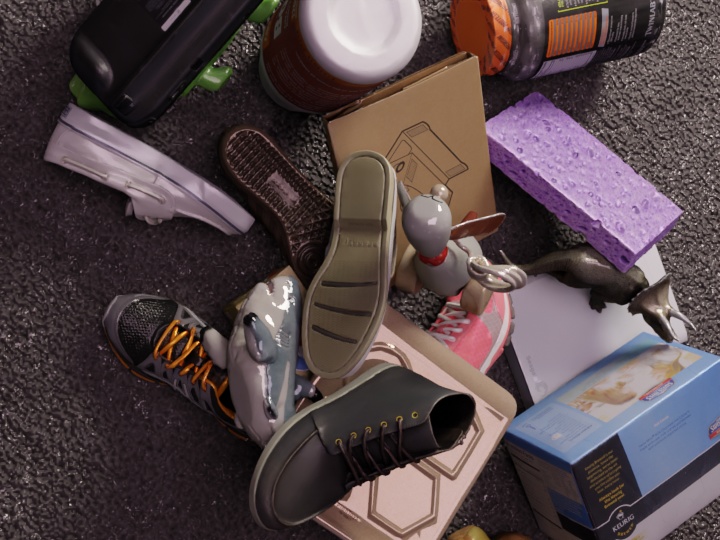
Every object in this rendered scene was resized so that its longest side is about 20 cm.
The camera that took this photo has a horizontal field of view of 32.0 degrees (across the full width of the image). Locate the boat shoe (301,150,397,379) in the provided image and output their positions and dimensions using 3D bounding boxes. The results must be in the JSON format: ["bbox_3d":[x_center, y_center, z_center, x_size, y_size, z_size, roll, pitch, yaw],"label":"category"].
[{"bbox_3d":[0.000,0.000,1.115,0.074,0.068,0.203,11,82,16],"label":"boat shoe"}]

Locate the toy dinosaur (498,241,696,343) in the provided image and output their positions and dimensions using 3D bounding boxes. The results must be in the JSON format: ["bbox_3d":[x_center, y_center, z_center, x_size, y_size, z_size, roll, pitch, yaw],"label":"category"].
[{"bbox_3d":[0.235,-0.001,1.244,0.198,0.102,0.078,28,77,-16],"label":"toy dinosaur"}]

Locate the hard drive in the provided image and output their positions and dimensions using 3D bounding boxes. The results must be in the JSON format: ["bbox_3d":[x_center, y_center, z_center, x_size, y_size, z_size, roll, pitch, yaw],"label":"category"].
[{"bbox_3d":[0.238,0.049,1.310,0.198,0.026,0.134,-22,93,-20],"label":"hard drive"}]

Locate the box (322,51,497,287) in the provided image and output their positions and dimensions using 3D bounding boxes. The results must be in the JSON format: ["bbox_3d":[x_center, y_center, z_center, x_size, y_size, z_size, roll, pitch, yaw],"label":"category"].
[{"bbox_3d":[0.053,-0.089,1.200,0.162,0.021,0.202,-27,129,-19],"label":"box"}]

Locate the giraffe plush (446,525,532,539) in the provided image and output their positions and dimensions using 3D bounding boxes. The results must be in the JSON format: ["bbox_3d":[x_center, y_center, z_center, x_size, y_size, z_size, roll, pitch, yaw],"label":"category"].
[{"bbox_3d":[0.144,0.349,1.180,0.171,0.162,0.202,-26,94,-19],"label":"giraffe plush"}]

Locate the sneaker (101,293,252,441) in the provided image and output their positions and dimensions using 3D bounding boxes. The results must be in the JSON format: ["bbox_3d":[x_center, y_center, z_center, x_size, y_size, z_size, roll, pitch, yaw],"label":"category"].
[{"bbox_3d":[-0.144,0.085,1.144,0.199,0.077,0.079,34,78,-13],"label":"sneaker"}]

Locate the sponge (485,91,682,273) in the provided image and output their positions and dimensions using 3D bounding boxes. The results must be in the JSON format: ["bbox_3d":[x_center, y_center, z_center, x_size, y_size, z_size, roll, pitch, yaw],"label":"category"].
[{"bbox_3d":[0.217,-0.092,1.249,0.200,0.030,0.111,41,46,14],"label":"sponge"}]

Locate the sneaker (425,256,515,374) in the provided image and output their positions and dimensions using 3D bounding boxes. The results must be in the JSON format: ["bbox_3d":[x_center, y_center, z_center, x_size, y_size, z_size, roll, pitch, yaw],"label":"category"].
[{"bbox_3d":[0.088,0.078,1.213,0.086,0.073,0.203,25,77,-46],"label":"sneaker"}]

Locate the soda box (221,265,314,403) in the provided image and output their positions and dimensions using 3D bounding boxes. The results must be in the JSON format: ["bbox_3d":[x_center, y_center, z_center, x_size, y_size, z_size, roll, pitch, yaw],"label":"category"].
[{"bbox_3d":[-0.044,0.098,1.186,0.067,0.064,0.201,-37,97,-18],"label":"soda box"}]

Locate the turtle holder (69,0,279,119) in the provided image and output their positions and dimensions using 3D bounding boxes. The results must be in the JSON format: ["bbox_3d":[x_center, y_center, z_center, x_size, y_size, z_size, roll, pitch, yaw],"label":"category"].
[{"bbox_3d":[-0.176,-0.225,1.139,0.131,0.186,0.141,39,40,2],"label":"turtle holder"}]

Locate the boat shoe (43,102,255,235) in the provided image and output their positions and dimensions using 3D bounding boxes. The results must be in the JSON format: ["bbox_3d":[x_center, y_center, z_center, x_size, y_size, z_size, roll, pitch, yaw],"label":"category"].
[{"bbox_3d":[-0.193,-0.076,1.144,0.198,0.072,0.066,30,91,-20],"label":"boat shoe"}]

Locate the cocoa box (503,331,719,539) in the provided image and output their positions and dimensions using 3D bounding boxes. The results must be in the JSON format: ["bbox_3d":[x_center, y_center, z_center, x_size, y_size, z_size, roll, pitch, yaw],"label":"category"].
[{"bbox_3d":[0.265,0.174,1.240,0.198,0.133,0.133,-30,110,-18],"label":"cocoa box"}]

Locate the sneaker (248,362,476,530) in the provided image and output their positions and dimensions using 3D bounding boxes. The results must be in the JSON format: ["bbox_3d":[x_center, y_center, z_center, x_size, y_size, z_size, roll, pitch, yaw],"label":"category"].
[{"bbox_3d":[0.001,0.147,1.044,0.199,0.105,0.076,-40,117,-30],"label":"sneaker"}]

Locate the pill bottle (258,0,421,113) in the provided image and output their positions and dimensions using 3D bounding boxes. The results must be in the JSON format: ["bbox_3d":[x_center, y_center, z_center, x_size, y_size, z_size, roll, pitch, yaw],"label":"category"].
[{"bbox_3d":[-0.029,-0.206,1.142,0.110,0.200,0.114,2,85,-19],"label":"pill bottle"}]

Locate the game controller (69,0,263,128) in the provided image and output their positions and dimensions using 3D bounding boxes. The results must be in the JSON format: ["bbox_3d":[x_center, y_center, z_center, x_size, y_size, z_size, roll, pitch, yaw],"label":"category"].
[{"bbox_3d":[-0.156,-0.218,1.044,0.200,0.042,0.104,-46,76,10],"label":"game controller"}]

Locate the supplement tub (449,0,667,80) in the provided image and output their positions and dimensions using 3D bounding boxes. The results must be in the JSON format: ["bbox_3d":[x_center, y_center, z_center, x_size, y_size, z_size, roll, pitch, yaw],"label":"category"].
[{"bbox_3d":[0.198,-0.263,1.268,0.197,0.122,0.124,-14,90,-20],"label":"supplement tub"}]

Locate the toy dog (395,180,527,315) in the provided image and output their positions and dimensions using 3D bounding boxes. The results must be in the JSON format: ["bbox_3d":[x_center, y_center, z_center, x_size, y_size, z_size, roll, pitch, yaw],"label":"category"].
[{"bbox_3d":[0.084,-0.034,1.141,0.130,0.200,0.097,24,75,-4],"label":"toy dog"}]

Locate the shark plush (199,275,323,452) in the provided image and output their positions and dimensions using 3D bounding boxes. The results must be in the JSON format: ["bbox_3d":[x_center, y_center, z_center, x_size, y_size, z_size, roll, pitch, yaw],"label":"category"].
[{"bbox_3d":[-0.062,0.107,1.085,0.082,0.091,0.203,-12,75,-38],"label":"shark plush"}]

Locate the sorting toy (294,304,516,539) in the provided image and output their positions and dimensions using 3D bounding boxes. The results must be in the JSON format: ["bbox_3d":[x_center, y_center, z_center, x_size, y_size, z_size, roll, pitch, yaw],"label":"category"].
[{"bbox_3d":[0.025,0.153,1.153,0.184,0.036,0.201,35,77,-12],"label":"sorting toy"}]

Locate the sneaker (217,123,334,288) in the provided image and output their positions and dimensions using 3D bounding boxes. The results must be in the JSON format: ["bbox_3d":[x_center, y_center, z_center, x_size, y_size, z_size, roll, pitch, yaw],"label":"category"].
[{"bbox_3d":[-0.063,-0.057,1.185,0.070,0.076,0.201,-36,106,-5],"label":"sneaker"}]
